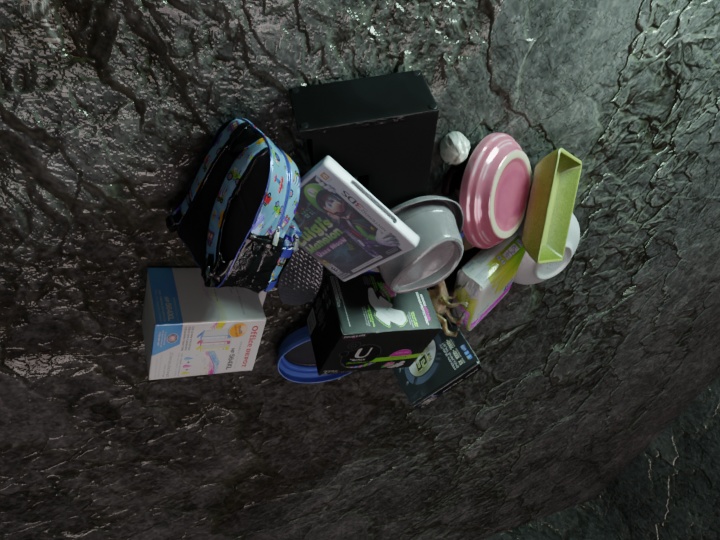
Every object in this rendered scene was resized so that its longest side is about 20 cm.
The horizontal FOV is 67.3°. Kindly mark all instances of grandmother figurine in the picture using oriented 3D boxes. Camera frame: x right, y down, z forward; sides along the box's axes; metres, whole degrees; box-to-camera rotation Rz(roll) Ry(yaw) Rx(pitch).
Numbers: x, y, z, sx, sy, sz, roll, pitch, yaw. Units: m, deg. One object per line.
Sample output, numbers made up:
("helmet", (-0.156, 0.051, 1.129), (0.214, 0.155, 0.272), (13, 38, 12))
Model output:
("grandmother figurine", (0.186, -0.161, 0.968), (0.121, 0.060, 0.201), (-47, 138, -13))

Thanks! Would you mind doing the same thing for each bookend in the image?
("bookend", (0.003, -0.176, 0.817), (0.194, 0.094, 0.202), (-11, 145, -8))

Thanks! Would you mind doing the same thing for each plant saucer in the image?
("plant saucer", (0.247, -0.137, 0.956), (0.198, 0.050, 0.205), (-20, 117, -44))
("plant saucer", (0.361, -0.120, 1.032), (0.198, 0.047, 0.205), (-5, 105, -58))

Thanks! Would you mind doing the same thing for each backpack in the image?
("backpack", (-0.157, -0.094, 0.750), (0.133, 0.182, 0.203), (11, 114, -47))

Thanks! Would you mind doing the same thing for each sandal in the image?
("sandal", (-0.094, -0.027, 0.939), (0.074, 0.043, 0.204), (14, 118, -9))

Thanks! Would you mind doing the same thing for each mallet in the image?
("mallet", (0.152, -0.009, 1.113), (0.195, 0.042, 0.067), (-2, 134, -23))

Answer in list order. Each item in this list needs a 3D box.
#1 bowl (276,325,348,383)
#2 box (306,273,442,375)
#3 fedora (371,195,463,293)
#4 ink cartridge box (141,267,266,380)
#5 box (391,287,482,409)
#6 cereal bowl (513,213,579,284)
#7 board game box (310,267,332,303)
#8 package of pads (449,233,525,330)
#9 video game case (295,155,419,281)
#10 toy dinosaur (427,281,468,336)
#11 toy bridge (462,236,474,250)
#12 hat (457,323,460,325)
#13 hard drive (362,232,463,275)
("bowl", (-0.077, 0.170, 1.125), (0.196, 0.040, 0.203), (-10, 144, -7))
("box", (0.020, 0.097, 0.991), (0.196, 0.126, 0.150), (0, 143, -25))
("fedora", (0.091, -0.028, 0.890), (0.197, 0.092, 0.177), (-30, 143, 12))
("ink cartridge box", (-0.251, 0.084, 0.900), (0.196, 0.126, 0.130), (0, 131, -29))
("box", (0.132, 0.155, 1.128), (0.162, 0.202, 0.086), (-32, 157, 5))
("cereal bowl", (0.399, -0.043, 1.185), (0.196, 0.084, 0.203), (-15, 136, -15))
("board game box", (0.000, 0.000, 1.027), (0.200, 0.041, 0.152), (-43, 137, 14))
("package of pads", (0.258, 0.024, 1.122), (0.154, 0.068, 0.201), (-39, 154, -20))
("video game case", (-0.036, -0.066, 0.819), (0.181, 0.024, 0.199), (39, 146, -19))
("toy dinosaur", (0.151, 0.085, 1.063), (0.058, 0.099, 0.204), (-43, 153, -65))
("toy bridge", (0.266, -0.089, 1.075), (0.197, 0.028, 0.067), (-29, 180, -24))
("hat", (0.164, 0.127, 1.255), (0.196, 0.165, 0.181), (4, 85, -25))
("hard drive", (0.083, -0.036, 0.988), (0.196, 0.026, 0.133), (7, 127, -35))
